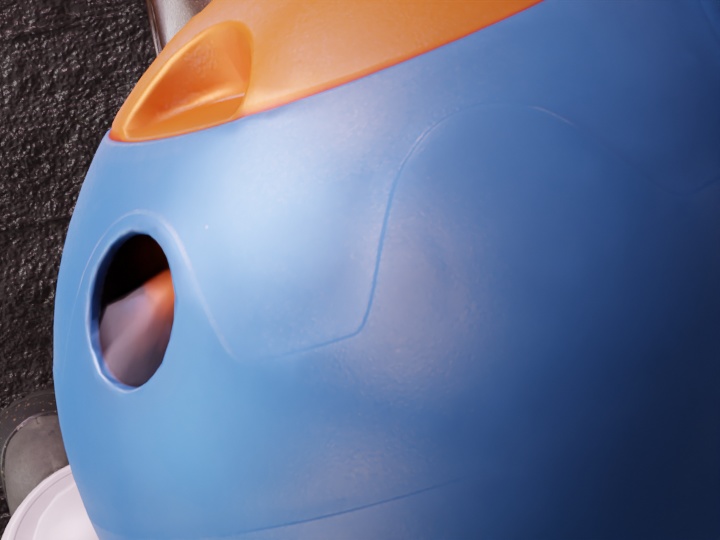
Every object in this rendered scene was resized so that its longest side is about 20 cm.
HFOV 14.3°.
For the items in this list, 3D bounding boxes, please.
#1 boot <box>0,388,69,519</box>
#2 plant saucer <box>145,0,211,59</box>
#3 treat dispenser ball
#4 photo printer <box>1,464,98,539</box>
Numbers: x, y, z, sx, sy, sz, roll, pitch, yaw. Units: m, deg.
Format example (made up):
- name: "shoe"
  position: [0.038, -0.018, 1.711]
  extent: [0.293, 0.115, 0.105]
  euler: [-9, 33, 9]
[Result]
- name: "boot"
  position: [-0.109, 0.159, 1.230]
  extent: [0.131, 0.067, 0.201]
  euler: [-119, 10, -58]
- name: "plant saucer"
  position: [-0.065, -0.083, 1.153]
  extent: [0.200, 0.032, 0.201]
  euler: [170, 90, -86]
- name: "treat dispenser ball"
  position: [0.029, 0.017, 0.662]
  extent: [0.201, 0.200, 0.202]
  euler: [169, 90, -86]
- name: "photo printer"
  position: [-0.030, 0.088, 1.002]
  extent: [0.166, 0.199, 0.070]
  euler: [76, 169, -72]
